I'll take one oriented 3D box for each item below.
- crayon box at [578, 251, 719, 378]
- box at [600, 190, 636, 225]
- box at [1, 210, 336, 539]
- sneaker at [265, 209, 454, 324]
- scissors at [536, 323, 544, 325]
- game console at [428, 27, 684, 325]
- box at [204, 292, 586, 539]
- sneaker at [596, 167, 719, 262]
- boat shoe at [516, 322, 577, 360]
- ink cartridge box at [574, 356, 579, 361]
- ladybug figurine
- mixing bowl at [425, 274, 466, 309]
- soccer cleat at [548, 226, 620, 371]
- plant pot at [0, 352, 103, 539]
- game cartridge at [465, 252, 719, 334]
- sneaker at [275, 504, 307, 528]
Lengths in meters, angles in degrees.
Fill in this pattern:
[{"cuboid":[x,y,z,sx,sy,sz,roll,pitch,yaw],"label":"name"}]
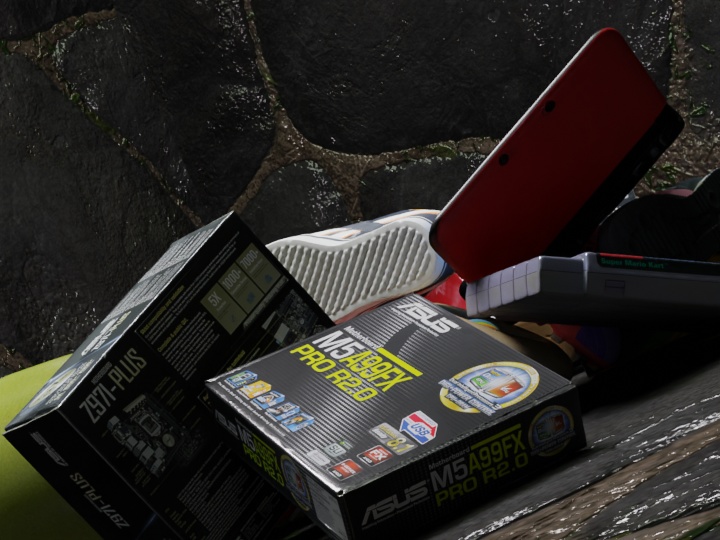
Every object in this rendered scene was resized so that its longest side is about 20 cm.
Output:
[{"cuboid":[0.267,0.016,1.521,0.200,0.052,0.126,-24,0,11],"label":"crayon box"},{"cuboid":[0.168,-0.001,1.768,0.159,0.046,0.200,-9,-30,-5],"label":"box"},{"cuboid":[-0.108,0.091,1.276,0.086,0.164,0.200,-24,23,52],"label":"box"},{"cuboid":[0.000,0.000,1.508,0.200,0.078,0.079,-10,3,36],"label":"sneaker"},{"cuboid":[0.231,-0.001,1.534,0.200,0.014,0.073,-24,-3,4],"label":"scissors"},{"cuboid":[0.127,-0.073,1.408,0.200,0.119,0.172,-49,16,-3],"label":"game console"},{"cuboid":[0.016,0.087,1.164,0.160,0.044,0.200,-23,25,-20],"label":"box"},{"cuboid":[0.218,-0.021,1.438,0.082,0.070,0.200,-26,-5,38],"label":"sneaker"},{"cuboid":[0.101,0.085,1.635,0.200,0.073,0.063,-16,-3,25],"label":"boat shoe"},{"cuboid":[0.181,0.045,1.694,0.200,0.068,0.115,-25,-2,20],"label":"ink cartridge box"},{"cuboid":[0.083,0.071,1.386,0.136,0.072,0.200,17,3,0],"label":"ladybug figurine"},{"cuboid":[0.002,0.081,1.564,0.200,0.108,0.200,-5,42,4],"label":"mixing bowl"},{"cuboid":[0.167,0.006,1.447,0.076,0.067,0.200,-48,19,14],"label":"soccer cleat"},{"cuboid":[-0.161,0.127,1.419,0.200,0.187,0.187,-28,-2,36],"label":"plant pot"},{"cuboid":[0.188,0.016,1.309,0.200,0.038,0.130,4,-14,-19],"label":"game cartridge"},{"cuboid":[-0.029,0.149,1.379,0.093,0.070,0.200,-44,11,-26],"label":"sneaker"}]
